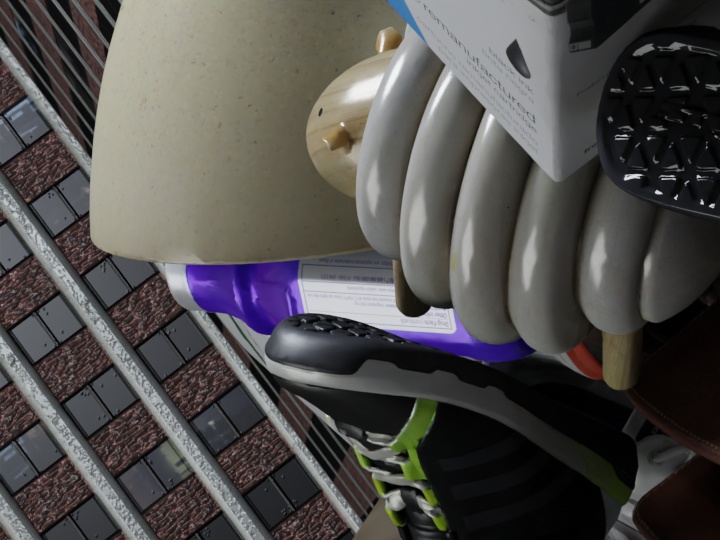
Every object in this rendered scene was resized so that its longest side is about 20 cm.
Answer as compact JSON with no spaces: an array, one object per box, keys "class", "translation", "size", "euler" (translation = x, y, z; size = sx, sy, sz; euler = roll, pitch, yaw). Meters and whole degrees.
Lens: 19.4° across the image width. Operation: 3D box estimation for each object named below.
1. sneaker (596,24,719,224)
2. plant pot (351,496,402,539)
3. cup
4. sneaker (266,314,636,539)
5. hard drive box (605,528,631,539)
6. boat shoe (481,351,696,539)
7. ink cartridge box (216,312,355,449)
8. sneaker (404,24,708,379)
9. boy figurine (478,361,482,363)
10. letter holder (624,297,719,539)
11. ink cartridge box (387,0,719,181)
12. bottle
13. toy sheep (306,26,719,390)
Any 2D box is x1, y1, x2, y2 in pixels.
[{"class":"sneaker","translation":[0.157,-0.028,0.604],"size":[0.082,0.072,0.199],"euler":[5,-161,-44]},{"class":"plant pot","translation":[0.063,0.187,1.139],"size":[0.201,0.199,0.174],"euler":[57,-156,-24]},{"class":"cup","translation":[-0.031,-0.096,0.937],"size":[0.200,0.198,0.145],"euler":[-152,53,-69]},{"class":"sneaker","translation":[0.038,0.081,0.822],"size":[0.199,0.084,0.071],"euler":[26,174,-39]},{"class":"hard drive box","translation":[0.190,0.157,1.014],"size":[0.156,0.077,0.201],"euler":[43,166,46]},{"class":"boat shoe","translation":[0.133,0.083,0.918],"size":[0.199,0.074,0.066],"euler":[14,148,35]},{"class":"ink cartridge box","translation":[0.001,0.000,1.171],"size":[0.085,0.146,0.200],"euler":[56,171,-24]},{"class":"sneaker","translation":[0.092,-0.043,0.869],"size":[0.081,0.077,0.201],"euler":[-2,129,46]},{"class":"boy figurine","translation":[0.071,0.042,1.055],"size":[0.200,0.125,0.064],"euler":[45,143,-21]},{"class":"letter holder","translation":[0.157,0.090,0.728],"size":[0.101,0.142,0.200],"euler":[56,171,-16]},{"class":"ink cartridge box","translation":[0.043,-0.141,0.639],"size":[0.145,0.084,0.200],"euler":[49,169,23]},{"class":"bottle","translation":[0.000,0.000,0.978],"size":[0.198,0.083,0.066],"euler":[3,116,34]},{"class":"toy sheep","translation":[0.070,-0.030,0.769],"size":[0.198,0.139,0.138],"euler":[15,156,18]}]
